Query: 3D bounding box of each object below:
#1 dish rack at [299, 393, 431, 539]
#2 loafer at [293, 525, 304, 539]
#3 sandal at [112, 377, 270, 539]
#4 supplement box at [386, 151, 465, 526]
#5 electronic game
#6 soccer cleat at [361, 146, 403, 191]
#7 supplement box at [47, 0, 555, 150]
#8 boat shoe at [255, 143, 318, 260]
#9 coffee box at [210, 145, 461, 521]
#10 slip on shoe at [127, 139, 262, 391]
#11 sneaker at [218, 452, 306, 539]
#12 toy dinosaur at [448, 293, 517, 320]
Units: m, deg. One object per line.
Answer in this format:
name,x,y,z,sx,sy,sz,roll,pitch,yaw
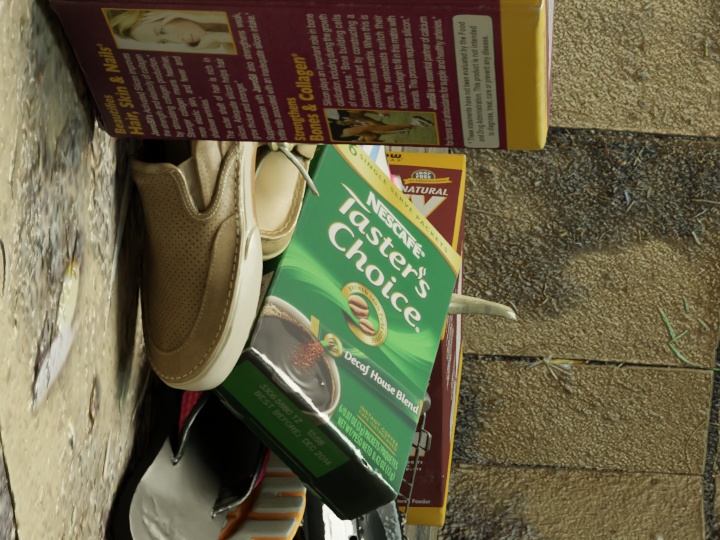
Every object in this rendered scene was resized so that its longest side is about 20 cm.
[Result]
dish rack,-0.022,0.164,1.445,0.153,0.055,0.200,-31,145,-33
loafer,-0.045,0.184,1.278,0.200,0.073,0.072,-38,140,-70
sandal,-0.074,0.088,1.090,0.075,0.045,0.200,47,28,-19
supplement box,0.004,0.046,1.564,0.197,0.133,0.200,-80,171,-52
electronic game,-0.004,0.173,1.253,0.200,0.042,0.200,-9,90,-81
soccer cleat,-0.019,-0.071,1.382,0.070,0.086,0.200,31,-52,58
supplement box,-0.018,-0.124,0.896,0.131,0.200,0.103,79,14,-68
boat shoe,-0.052,-0.105,1.077,0.063,0.073,0.200,-4,-91,55
coffee box,-0.012,0.022,1.148,0.123,0.044,0.200,47,35,-22
slip on shoe,-0.084,-0.043,1.018,0.061,0.076,0.200,4,99,-45
sneaker,-0.068,0.122,1.180,0.200,0.078,0.077,-79,178,-52
toy dinosaur,0.000,0.000,1.262,0.047,0.200,0.088,-38,-116,46
